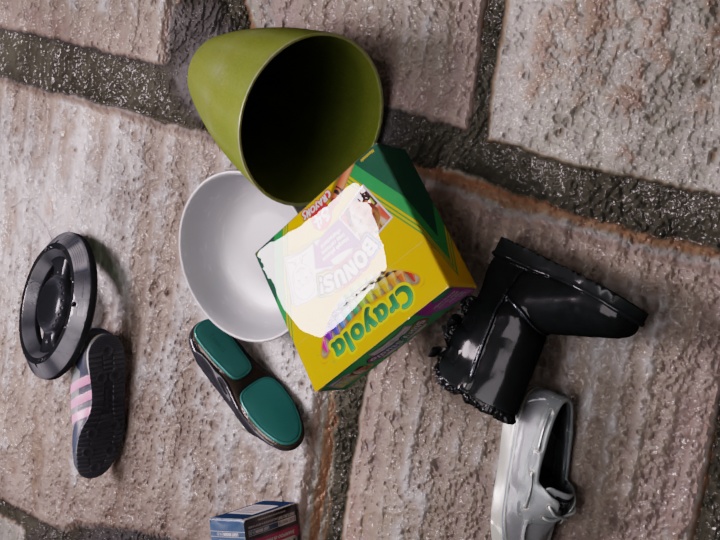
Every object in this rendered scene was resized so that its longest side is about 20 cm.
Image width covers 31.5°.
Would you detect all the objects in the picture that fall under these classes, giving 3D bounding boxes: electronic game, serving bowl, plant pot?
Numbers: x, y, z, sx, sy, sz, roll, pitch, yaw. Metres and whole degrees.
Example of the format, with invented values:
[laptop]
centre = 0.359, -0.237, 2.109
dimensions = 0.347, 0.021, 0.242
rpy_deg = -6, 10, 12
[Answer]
[electronic game]
centre = -0.410, 0.047, 1.731
dimensions = 0.199, 0.041, 0.203
rpy_deg = -20, 65, 48
[serving bowl]
centre = -0.118, -0.022, 1.489
dimensions = 0.198, 0.066, 0.203
rpy_deg = 11, 110, 32
[plant pot]
centre = -0.105, -0.193, 1.421
dimensions = 0.199, 0.185, 0.190
rpy_deg = 31, 113, 48

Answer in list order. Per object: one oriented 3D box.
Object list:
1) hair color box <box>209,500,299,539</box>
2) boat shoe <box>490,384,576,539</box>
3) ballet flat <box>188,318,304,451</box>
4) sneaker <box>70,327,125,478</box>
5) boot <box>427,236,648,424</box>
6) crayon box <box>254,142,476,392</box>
[hair color box]
centre = -0.116, 0.383, 1.509
dimensions = 0.060, 0.099, 0.203
rpy_deg = -5, 91, 37
[boat shoe]
centre = 0.179, 0.219, 1.276
dimensions = 0.071, 0.070, 0.204
rpy_deg = 7, 95, 44
[ballet flat]
centre = -0.138, 0.145, 1.535
dimensions = 0.200, 0.073, 0.073
rpy_deg = 48, 121, 18
[sneaker]
centre = -0.359, 0.175, 1.720
dimensions = 0.082, 0.069, 0.203
rpy_deg = 21, 105, 53
[boot]
centre = 0.167, 0.072, 1.245
dimensions = 0.197, 0.073, 0.164
rpy_deg = 27, 91, 41
[crayon box]
centre = 0.000, 0.000, 1.321
dimensions = 0.200, 0.058, 0.174
rpy_deg = -40, 63, 30
